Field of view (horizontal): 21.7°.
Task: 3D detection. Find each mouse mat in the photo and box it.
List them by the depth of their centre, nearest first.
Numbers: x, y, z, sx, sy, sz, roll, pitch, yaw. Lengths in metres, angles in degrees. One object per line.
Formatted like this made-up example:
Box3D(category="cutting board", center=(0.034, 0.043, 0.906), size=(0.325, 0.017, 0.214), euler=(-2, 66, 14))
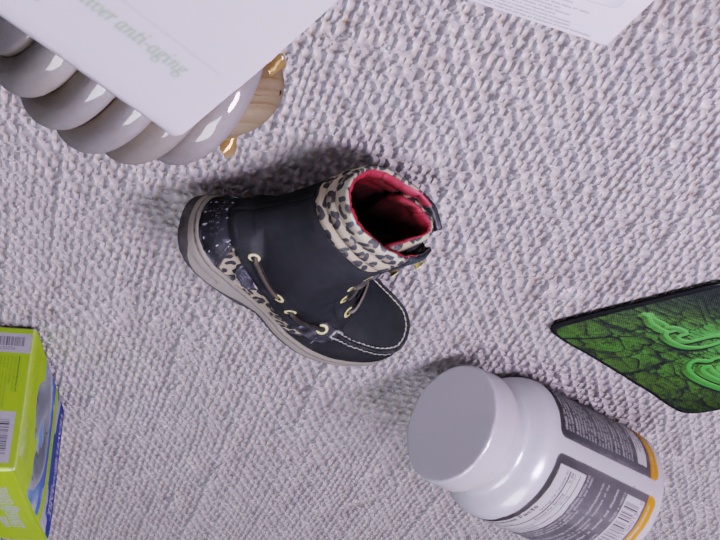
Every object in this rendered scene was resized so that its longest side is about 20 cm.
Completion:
Box3D(category="mouse mat", center=(0.258, 0.061, 1.390), size=(0.161, 0.008, 0.200), euler=(-17, 148, 39))

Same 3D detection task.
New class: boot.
Box3D(category="boot", center=(-0.001, 0.001, 1.228), size=(0.154, 0.074, 0.204), euler=(-12, 146, 42))

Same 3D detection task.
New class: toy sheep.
Box3D(category="toy sheep", center=(-0.121, -0.120, 0.931), size=(0.200, 0.138, 0.138), euler=(20, 151, -32))

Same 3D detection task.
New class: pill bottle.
Box3D(category="pill bottle", center=(0.138, 0.151, 1.475), size=(0.200, 0.116, 0.116), euler=(27, 147, -37))

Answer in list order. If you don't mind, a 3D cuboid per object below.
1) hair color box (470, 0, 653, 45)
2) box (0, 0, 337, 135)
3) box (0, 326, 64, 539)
Box3D(category="hair color box", center=(0.113, -0.186, 0.836), size=(0.111, 0.064, 0.200), euler=(16, 154, -18))
Box3D(category="box", center=(-0.076, -0.198, 0.642), size=(0.200, 0.171, 0.199), euler=(-40, 138, 13))
Box3D(category="box", center=(-0.279, 0.140, 1.528), size=(0.048, 0.122, 0.200), euler=(3, 155, 1))
